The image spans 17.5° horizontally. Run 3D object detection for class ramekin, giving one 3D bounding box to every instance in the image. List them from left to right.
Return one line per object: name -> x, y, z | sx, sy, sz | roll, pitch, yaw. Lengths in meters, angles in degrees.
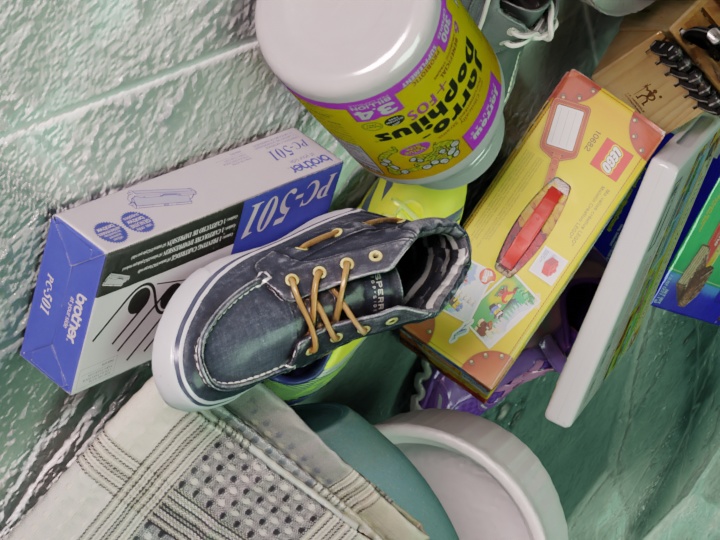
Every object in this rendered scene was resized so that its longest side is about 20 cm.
ramekin -> 0.047, 0.191, 1.601 | 0.202, 0.199, 0.098 | -66, 167, 19

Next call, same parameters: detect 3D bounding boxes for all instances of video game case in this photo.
video game case -> 0.193, -0.009, 1.608 | 0.182, 0.023, 0.201 | -40, 152, -63

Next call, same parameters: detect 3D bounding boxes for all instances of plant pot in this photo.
plant pot -> -0.036, 0.161, 1.460 | 0.200, 0.199, 0.136 | -24, 106, -48

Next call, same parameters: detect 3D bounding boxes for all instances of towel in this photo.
towel -> -0.089, 0.162, 1.328 | 0.200, 0.192, 0.035 | -47, -163, 9

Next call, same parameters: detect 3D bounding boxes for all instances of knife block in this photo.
knife block -> 0.244, -0.166, 1.533 | 0.175, 0.064, 0.200 | -32, -164, 39

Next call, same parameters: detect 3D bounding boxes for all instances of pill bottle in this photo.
pill bottle -> 0.021, -0.112, 1.313 | 0.105, 0.104, 0.200 | -55, 154, -3

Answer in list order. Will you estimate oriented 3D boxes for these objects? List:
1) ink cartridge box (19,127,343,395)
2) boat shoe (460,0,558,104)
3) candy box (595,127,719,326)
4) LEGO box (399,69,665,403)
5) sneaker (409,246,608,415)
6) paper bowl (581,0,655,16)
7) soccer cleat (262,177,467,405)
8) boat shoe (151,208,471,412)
ink cartridge box -> -0.096, -0.009, 1.294 | 0.199, 0.044, 0.095 | -25, 142, -48
boat shoe -> 0.088, -0.161, 1.423 | 0.073, 0.062, 0.201 | -38, 148, -34
candy box -> 0.275, -0.050, 1.859 | 0.170, 0.077, 0.200 | -61, 155, 8
LEGO box -> 0.110, -0.019, 1.552 | 0.201, 0.077, 0.149 | -56, 175, -5
sneaker -> 0.115, 0.052, 1.684 | 0.201, 0.088, 0.080 | -54, 156, -3
paper bowl -> 0.194, -0.253, 1.460 | 0.200, 0.104, 0.201 | -42, 152, -29
soccer cleat -> 0.000, 0.001, 1.440 | 0.201, 0.065, 0.084 | -51, 171, -7
boat shoe -> -0.024, 0.015, 1.270 | 0.200, 0.090, 0.071 | -36, 117, -46
